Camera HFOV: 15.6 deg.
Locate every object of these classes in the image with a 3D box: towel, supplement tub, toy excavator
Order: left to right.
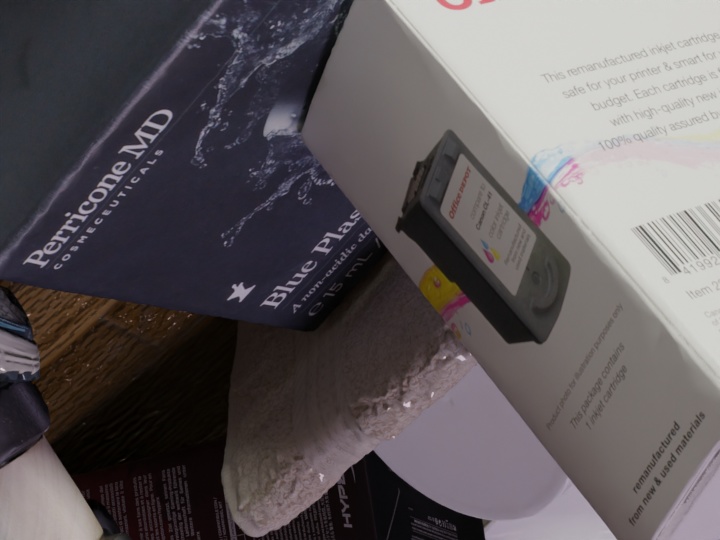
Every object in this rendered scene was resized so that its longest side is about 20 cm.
[{"bbox_3d":[-0.189,0.133,1.021,0.200,0.100,0.194,-33,-170,-9],"label":"toy excavator"},{"bbox_3d":[0.000,0.000,1.052,0.034,0.200,0.133,33,125,-23],"label":"towel"},{"bbox_3d":[0.093,0.003,1.156,0.200,0.145,0.145,-42,161,-40],"label":"supplement tub"}]

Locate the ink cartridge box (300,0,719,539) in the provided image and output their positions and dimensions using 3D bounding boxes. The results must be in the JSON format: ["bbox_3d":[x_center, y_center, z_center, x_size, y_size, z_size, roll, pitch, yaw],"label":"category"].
[{"bbox_3d":[0.098,-0.017,0.864,0.148,0.200,0.086,-15,144,-37],"label":"ink cartridge box"}]

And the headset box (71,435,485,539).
[{"bbox_3d":[-0.058,0.131,1.231,0.200,0.075,0.149,-15,161,19],"label":"headset box"}]

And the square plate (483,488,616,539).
[{"bbox_3d":[0.166,0.107,1.579,0.200,0.028,0.198,4,131,-47],"label":"square plate"}]

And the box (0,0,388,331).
[{"bbox_3d":[-0.040,-0.091,0.931,0.197,0.117,0.200,-48,151,19],"label":"box"}]

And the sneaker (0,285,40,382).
[{"bbox_3d":[-0.163,-0.006,0.957,0.200,0.078,0.086,26,71,-78],"label":"sneaker"}]
